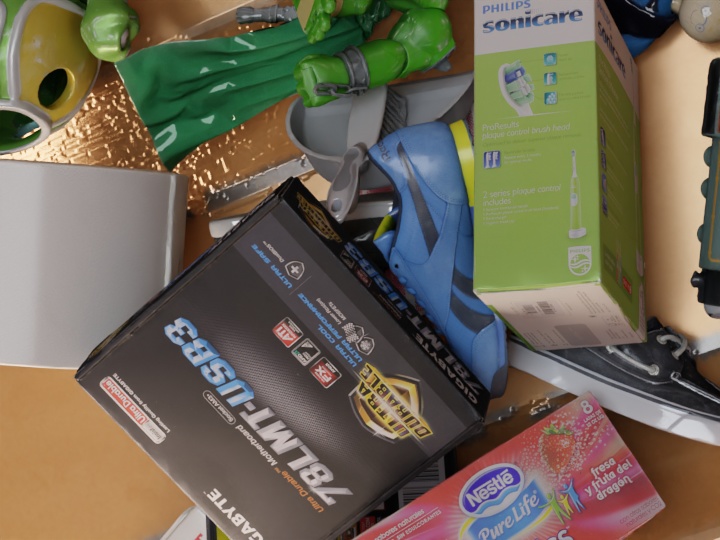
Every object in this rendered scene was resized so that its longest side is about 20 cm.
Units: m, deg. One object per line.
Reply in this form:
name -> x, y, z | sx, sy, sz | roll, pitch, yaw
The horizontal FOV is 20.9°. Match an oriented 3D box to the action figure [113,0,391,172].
action figure -> -0.069, -0.154, 1.412 | 0.199, 0.118, 0.055 | -22, 53, 0

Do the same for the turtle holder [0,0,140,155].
turtle holder -> -0.244, -0.160, 1.432 | 0.184, 0.141, 0.133 | -3, 63, 4

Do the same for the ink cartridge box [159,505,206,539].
ink cartridge box -> -0.081, 0.282, 1.415 | 0.200, 0.084, 0.146 | 44, 102, 12

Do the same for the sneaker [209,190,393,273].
sneaker -> 0.000, 0.000, 1.350 | 0.198, 0.071, 0.100 | -8, 96, 1

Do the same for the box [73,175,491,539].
box -> -0.051, 0.075, 1.275 | 0.198, 0.050, 0.200 | -39, 99, 21

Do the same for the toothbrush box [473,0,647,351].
toothbrush box -> 0.131, -0.063, 1.272 | 0.085, 0.146, 0.202 | -4, 73, 19

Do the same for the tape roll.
tape roll -> -0.226, -0.008, 1.400 | 0.201, 0.203, 0.141 | 4, 91, 17

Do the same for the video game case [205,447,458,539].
video game case -> -0.016, 0.216, 1.357 | 0.179, 0.026, 0.202 | -2, 72, -5

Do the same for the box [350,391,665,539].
box -> 0.091, 0.179, 1.311 | 0.199, 0.103, 0.095 | -30, 78, -14

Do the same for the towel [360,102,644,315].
towel -> 0.096, -0.049, 1.376 | 0.198, 0.030, 0.148 | -12, 71, 16

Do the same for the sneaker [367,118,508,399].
sneaker -> 0.051, -0.002, 1.293 | 0.078, 0.066, 0.202 | -14, 114, -3

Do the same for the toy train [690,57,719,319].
toy train -> 0.282, -0.056, 1.308 | 0.113, 0.085, 0.202 | 7, 94, 29

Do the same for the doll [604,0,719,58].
doll -> 0.166, -0.200, 1.356 | 0.199, 0.048, 0.138 | 20, 106, 18

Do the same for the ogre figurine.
ogre figurine -> 0.011, -0.215, 1.348 | 0.098, 0.119, 0.202 | -42, 52, 55

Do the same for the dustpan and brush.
dustpan and brush -> 0.004, -0.085, 1.337 | 0.138, 0.057, 0.201 | -7, 43, 17

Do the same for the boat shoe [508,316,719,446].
boat shoe -> 0.197, 0.066, 1.339 | 0.199, 0.072, 0.068 | 22, 96, 25
